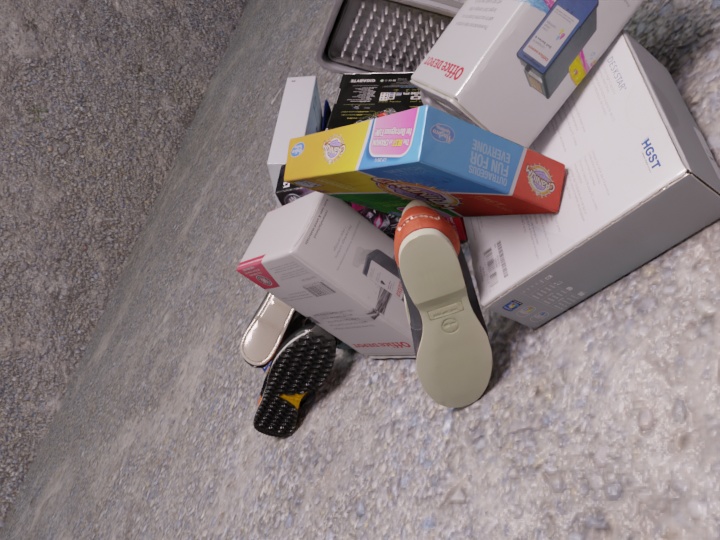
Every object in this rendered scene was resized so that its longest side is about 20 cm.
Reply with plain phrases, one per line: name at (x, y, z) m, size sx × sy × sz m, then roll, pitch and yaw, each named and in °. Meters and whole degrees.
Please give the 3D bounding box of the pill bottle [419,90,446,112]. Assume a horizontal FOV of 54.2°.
pill bottle at (0.166, -0.239, 0.781) m, size 0.201 × 0.111 × 0.111 m, roll -49°, pitch 24°, yaw -9°

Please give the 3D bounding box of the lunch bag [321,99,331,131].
lunch bag at (0.000, -0.194, 1.065) m, size 0.200 × 0.125 × 0.173 m, roll 128°, pitch 153°, yaw -51°

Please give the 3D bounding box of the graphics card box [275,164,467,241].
graphics card box at (0.016, -0.077, 0.798) m, size 0.196 × 0.126 × 0.052 m, roll -7°, pitch 50°, yaw 18°

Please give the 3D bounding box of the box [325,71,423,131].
box at (0.057, -0.178, 0.883) m, size 0.196 × 0.050 × 0.162 m, roll 3°, pitch 58°, yaw 16°

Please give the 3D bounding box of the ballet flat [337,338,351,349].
ballet flat at (0.000, 0.000, 0.905) m, size 0.074 × 0.073 × 0.203 m, roll -13°, pitch 53°, yaw 57°

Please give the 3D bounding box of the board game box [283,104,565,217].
board game box at (0.046, -0.083, 0.597) m, size 0.199 × 0.151 × 0.041 m, roll 4°, pitch 82°, yaw 56°

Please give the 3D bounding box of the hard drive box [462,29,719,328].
hard drive box at (0.184, -0.070, 0.600) m, size 0.199 × 0.076 × 0.158 m, roll -39°, pitch 44°, yaw 38°

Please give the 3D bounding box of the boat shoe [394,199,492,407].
boat shoe at (0.071, 0.035, 0.625) m, size 0.070 × 0.203 × 0.063 m, roll -15°, pitch 32°, yaw 5°

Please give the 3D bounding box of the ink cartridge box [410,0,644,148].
ink cartridge box at (0.146, -0.215, 0.612) m, size 0.201 × 0.087 × 0.146 m, roll -51°, pitch 22°, yaw 10°

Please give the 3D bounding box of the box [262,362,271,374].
box at (-0.100, 0.054, 1.075) m, size 0.203 × 0.032 × 0.121 m, roll -61°, pitch 25°, yaw 1°

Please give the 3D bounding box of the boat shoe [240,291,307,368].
boat shoe at (-0.091, 0.037, 0.925) m, size 0.202 × 0.066 × 0.057 m, roll -56°, pitch -5°, yaw -8°

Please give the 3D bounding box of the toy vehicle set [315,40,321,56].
toy vehicle set at (0.047, -0.309, 0.995) m, size 0.126 × 0.197 × 0.027 m, roll -66°, pitch 8°, yaw -23°

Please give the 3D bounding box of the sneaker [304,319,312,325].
sneaker at (-0.065, 0.033, 0.974) m, size 0.202 × 0.088 × 0.074 m, roll -57°, pitch 24°, yaw 3°

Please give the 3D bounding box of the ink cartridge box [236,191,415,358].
ink cartridge box at (-0.013, 0.012, 0.766) m, size 0.145 × 0.199 × 0.086 m, roll -11°, pitch 47°, yaw 57°

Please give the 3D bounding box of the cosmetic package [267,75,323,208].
cosmetic package at (-0.087, -0.164, 1.036) m, size 0.050 × 0.152 × 0.203 m, roll -2°, pitch 48°, yaw 8°

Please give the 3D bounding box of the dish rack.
dish rack at (0.051, -0.295, 0.881) m, size 0.172 × 0.196 × 0.045 m, roll 135°, pitch 142°, yaw -67°

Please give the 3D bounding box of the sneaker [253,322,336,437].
sneaker at (-0.086, 0.122, 0.905) m, size 0.091 × 0.069 × 0.202 m, roll -89°, pitch 22°, yaw -52°
